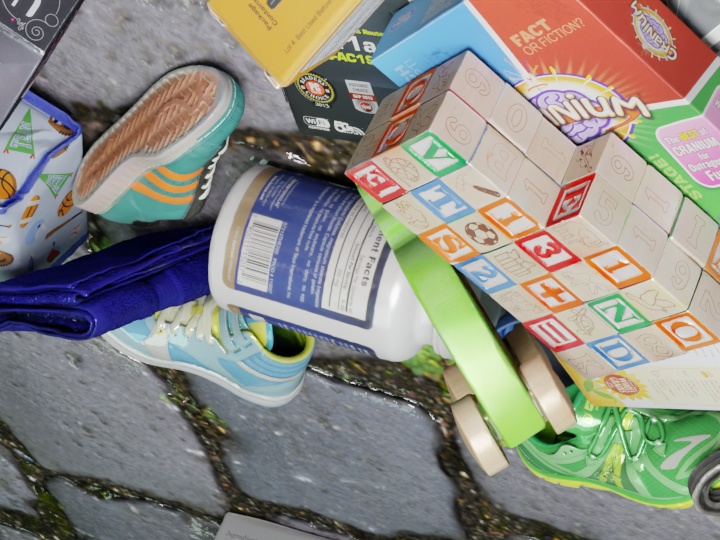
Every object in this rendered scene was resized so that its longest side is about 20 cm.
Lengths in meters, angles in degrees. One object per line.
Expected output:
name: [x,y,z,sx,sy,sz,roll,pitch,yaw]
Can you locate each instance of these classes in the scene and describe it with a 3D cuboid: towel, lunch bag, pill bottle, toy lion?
towel: [-0.190,0.004,1.303,0.146,0.199,0.050,1,105,37]
lunch bag: [-0.324,-0.084,1.324,0.199,0.124,0.171,34,151,10]
pill bottle: [0.000,0.000,1.209,0.198,0.112,0.111,16,148,17]
toy lion: [0.053,0.013,1.046,0.193,0.068,0.200,59,-176,-6]

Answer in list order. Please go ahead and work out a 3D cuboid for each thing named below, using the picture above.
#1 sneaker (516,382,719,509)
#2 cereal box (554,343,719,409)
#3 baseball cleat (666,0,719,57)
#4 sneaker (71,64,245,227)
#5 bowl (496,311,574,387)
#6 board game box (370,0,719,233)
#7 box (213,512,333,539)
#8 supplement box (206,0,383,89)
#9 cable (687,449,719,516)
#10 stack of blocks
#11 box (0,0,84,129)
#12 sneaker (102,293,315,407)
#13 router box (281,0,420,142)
sneaker: [0.186,0.120,1.210,0.198,0.075,0.084,-2,143,40]
cereal box: [0.205,0.033,1.081,0.199,0.040,0.144,-2,138,41]
baseball cleat: [0.206,-0.125,0.890,0.106,0.070,0.201,29,157,39]
sneaker: [-0.131,-0.086,1.232,0.079,0.072,0.199,22,150,-31]
bowl: [0.189,0.082,1.261,0.199,0.040,0.201,19,149,12]
board game box: [0.124,-0.091,0.919,0.199,0.041,0.153,38,149,-18]
box: [-0.069,0.396,1.800,0.198,0.172,0.200,12,147,24]
supplement box: [0.004,-0.188,0.897,0.067,0.069,0.200,48,126,1]
cable: [0.314,0.110,1.119,0.198,0.051,0.098,-20,130,-2]
stack of blocks: [0.104,-0.030,0.930,0.199,0.059,0.115,39,149,-19]
box: [-0.269,-0.178,1.141,0.132,0.115,0.200,33,148,-13]
sneaker: [-0.125,0.036,1.394,0.198,0.080,0.131,20,152,-9]
router box: [0.038,-0.141,1.015,0.198,0.062,0.151,10,144,25]
